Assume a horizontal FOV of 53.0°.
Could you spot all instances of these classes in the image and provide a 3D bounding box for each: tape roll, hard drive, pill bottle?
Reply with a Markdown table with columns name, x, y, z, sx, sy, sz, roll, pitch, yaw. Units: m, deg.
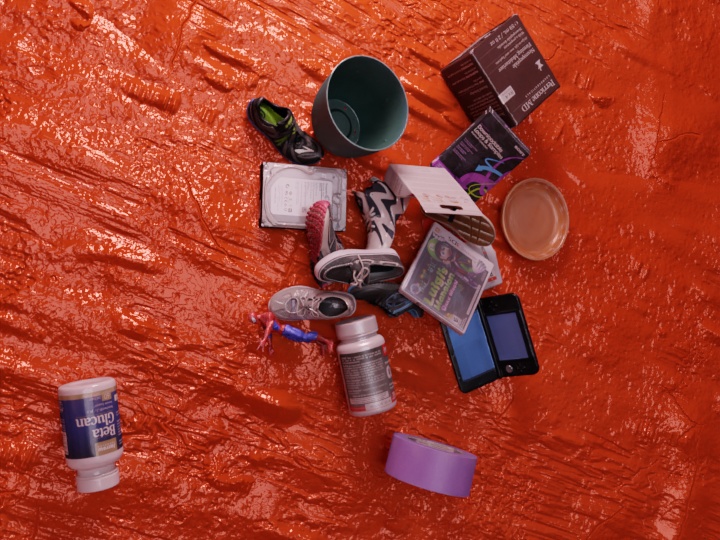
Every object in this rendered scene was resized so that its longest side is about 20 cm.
| name | x | y | z | sx | sy | sz | roll | pitch | yaw |
| --- | --- | --- | --- | --- | --- | --- | --- | --- | --- |
| tape roll | 0.156 | 0.430 | 1.609 | 0.195 | 0.199 | 0.087 | 17 | 83 | -19 |
| hard drive | -0.126 | -0.161 | 1.604 | 0.195 | 0.038 | 0.144 | 3 | 88 | -21 |
| pill bottle | 0.009 | 0.209 | 1.604 | 0.111 | 0.114 | 0.206 | -13 | 94 | -19 |
| pill bottle | -0.522 | 0.319 | 1.408 | 0.108 | 0.111 | 0.206 | -7 | 92 | -20 |

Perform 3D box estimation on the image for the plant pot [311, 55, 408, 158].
| name | x | y | z | sx | sy | sz | roll | pitch | yaw |
| --- | --- | --- | --- | --- | --- | --- | --- | --- | --- |
| plant pot | -0.018 | -0.338 | 1.573 | 0.196 | 0.160 | 0.207 | 4 | 81 | -27 |

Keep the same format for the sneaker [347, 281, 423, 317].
| name | x | y | z | sx | sy | sz | roll | pitch | yaw |
| --- | --- | --- | --- | --- | --- | --- | --- | --- | --- |
| sneaker | 0.064 | 0.067 | 1.650 | 0.195 | 0.073 | 0.084 | 3 | 89 | -19 |

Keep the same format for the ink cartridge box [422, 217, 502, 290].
| name | x | y | z | sx | sy | sz | roll | pitch | yaw |
| --- | --- | --- | --- | --- | --- | --- | --- | --- | --- |
| ink cartridge box | 0.246 | -0.043 | 1.732 | 0.159 | 0.050 | 0.205 | -17 | 98 | -20 |

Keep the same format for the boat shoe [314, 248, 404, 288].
| name | x | y | z | sx | sy | sz | roll | pitch | yaw |
| --- | --- | --- | --- | --- | --- | --- | --- | --- | --- |
| boat shoe | 0.000 | 0.002 | 1.556 | 0.194 | 0.069 | 0.075 | -3 | 129 | -22 |

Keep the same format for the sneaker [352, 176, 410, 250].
| name | x | y | z | sx | sy | sz | roll | pitch | yaw |
| --- | --- | --- | --- | --- | --- | --- | --- | --- | --- |
| sneaker | 0.021 | -0.121 | 1.635 | 0.128 | 0.079 | 0.203 | 30 | 79 | -15 |

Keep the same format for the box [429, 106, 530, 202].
| name | x | y | z | sx | sy | sz | roll | pitch | yaw |
| --- | --- | --- | --- | --- | --- | --- | --- | --- | --- |
| box | 0.278 | -0.261 | 1.689 | 0.142 | 0.036 | 0.200 | 41 | 119 | -13 |

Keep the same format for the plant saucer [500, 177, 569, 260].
| name | x | y | z | sx | sy | sz | roll | pitch | yaw |
| --- | --- | --- | --- | --- | --- | --- | --- | --- | --- |
| plant saucer | 0.432 | -0.127 | 1.809 | 0.195 | 0.037 | 0.206 | 1 | 88 | -20 |

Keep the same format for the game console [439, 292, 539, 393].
| name | x | y | z | sx | sy | sz | roll | pitch | yaw |
| --- | --- | --- | --- | --- | --- | --- | --- | --- | --- |
| game console | 0.307 | 0.175 | 1.718 | 0.117 | 0.168 | 0.205 | -24 | 98 | -45 |

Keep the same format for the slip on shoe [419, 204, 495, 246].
| name | x | y | z | sx | sy | sz | roll | pitch | yaw |
| --- | --- | --- | --- | --- | --- | --- | --- | --- | --- |
| slip on shoe | 0.230 | -0.126 | 1.704 | 0.196 | 0.061 | 0.077 | 24 | 111 | -3 |

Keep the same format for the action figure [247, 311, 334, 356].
| name | x | y | z | sx | sy | sz | roll | pitch | yaw |
| --- | --- | --- | --- | --- | --- | --- | --- | --- | --- |
| action figure | -0.162 | 0.157 | 1.564 | 0.197 | 0.065 | 0.101 | 27 | 63 | -17 |

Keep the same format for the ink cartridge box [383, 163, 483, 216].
| name | x | y | z | sx | sy | sz | roll | pitch | yaw |
| --- | --- | --- | --- | --- | --- | --- | --- | --- | --- |
| ink cartridge box | 0.161 | -0.164 | 1.603 | 0.156 | 0.202 | 0.048 | 1 | 127 | -28 |

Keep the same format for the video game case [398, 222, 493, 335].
| name | x | y | z | sx | sy | sz | roll | pitch | yaw |
| --- | --- | --- | --- | --- | --- | --- | --- | --- | --- |
| video game case | 0.201 | 0.017 | 1.666 | 0.180 | 0.023 | 0.203 | 34 | 63 | -7 |

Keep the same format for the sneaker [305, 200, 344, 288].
| name | x | y | z | sx | sy | sz | roll | pitch | yaw |
| --- | --- | --- | --- | --- | --- | --- | --- | --- | --- |
| sneaker | -0.073 | -0.064 | 1.579 | 0.073 | 0.081 | 0.204 | -20 | 129 | -24 |

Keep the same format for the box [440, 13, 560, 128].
| name | x | y | z | sx | sy | sz | roll | pitch | yaw |
| --- | --- | --- | --- | --- | --- | --- | --- | --- | --- |
| box | 0.328 | -0.455 | 1.709 | 0.165 | 0.164 | 0.202 | -41 | 102 | -16 |

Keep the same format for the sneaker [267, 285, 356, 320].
| name | x | y | z | sx | sy | sz | roll | pitch | yaw |
| --- | --- | --- | --- | --- | --- | --- | --- | --- | --- |
| sneaker | -0.105 | 0.070 | 1.571 | 0.194 | 0.082 | 0.077 | -4 | 90 | -3 |

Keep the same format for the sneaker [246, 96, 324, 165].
| name | x | y | z | sx | sy | sz | roll | pitch | yaw |
| --- | --- | --- | --- | --- | --- | --- | --- | --- | --- |
| sneaker | -0.162 | -0.301 | 1.568 | 0.198 | 0.082 | 0.072 | 39 | 72 | -16 |
